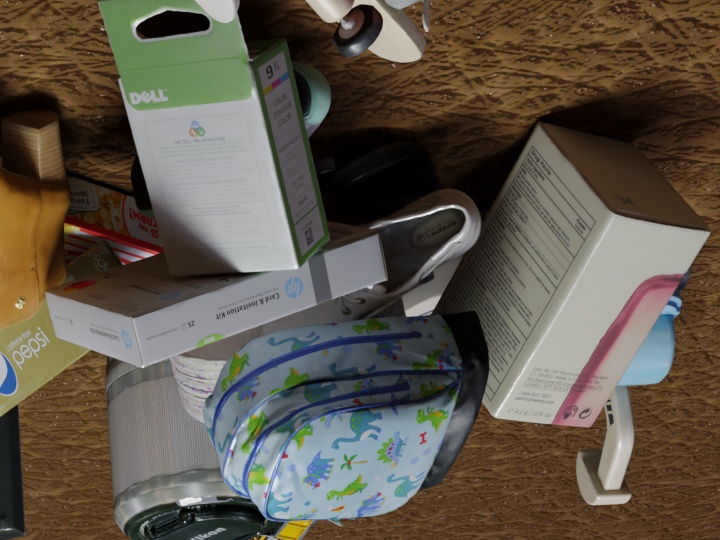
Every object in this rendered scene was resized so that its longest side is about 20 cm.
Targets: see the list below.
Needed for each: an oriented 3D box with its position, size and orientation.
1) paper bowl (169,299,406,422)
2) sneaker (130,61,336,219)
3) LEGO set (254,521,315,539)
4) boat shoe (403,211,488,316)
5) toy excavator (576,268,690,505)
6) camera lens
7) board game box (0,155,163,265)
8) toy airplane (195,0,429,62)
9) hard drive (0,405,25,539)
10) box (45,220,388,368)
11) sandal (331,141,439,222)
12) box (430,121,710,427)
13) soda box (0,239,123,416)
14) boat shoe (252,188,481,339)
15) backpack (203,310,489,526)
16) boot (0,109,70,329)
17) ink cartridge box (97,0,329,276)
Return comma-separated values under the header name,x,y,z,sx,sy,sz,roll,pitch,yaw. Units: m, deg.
name,x,y,z,sx,sy,sz,roll,pitch,yaw
paper bowl,-0.062,0.041,1.603,0.199,0.105,0.201,-12,-161,4
sneaker,-0.060,-0.090,1.429,0.139,0.078,0.199,9,156,-44
LEGO set,-0.105,0.176,1.882,0.153,0.201,0.116,22,130,-20
boat shoe,0.094,0.003,1.691,0.199,0.075,0.092,-19,163,39
toy excavator,0.230,0.092,1.755,0.099,0.202,0.195,1,155,-17
camera lens,-0.148,0.143,1.758,0.158,0.202,0.160,-6,157,-3
board game box,-0.250,-0.020,1.548,0.151,0.047,0.199,-26,151,36
toy airplane,-0.039,-0.206,1.109,0.198,0.142,0.200,30,167,8
hard drive,-0.365,0.145,1.696,0.138,0.202,0.033,-13,156,13
box,-0.104,0.010,1.389,0.199,0.042,0.156,-19,-165,-28
sandal,0.038,-0.049,1.555,0.076,0.043,0.200,-31,155,9
box,0.161,0.006,1.531,0.108,0.128,0.201,9,122,-35
soda box,-0.252,0.052,1.543,0.200,0.064,0.068,-34,-176,46
boat shoe,0.000,0.000,1.472,0.199,0.071,0.069,-35,178,5
backpack,-0.017,0.110,1.453,0.198,0.154,0.164,11,131,-18
boot,-0.273,-0.019,1.353,0.070,0.145,0.201,18,-152,32
ink cartridge box,-0.096,-0.099,1.309,0.103,0.202,0.059,-3,-157,26
